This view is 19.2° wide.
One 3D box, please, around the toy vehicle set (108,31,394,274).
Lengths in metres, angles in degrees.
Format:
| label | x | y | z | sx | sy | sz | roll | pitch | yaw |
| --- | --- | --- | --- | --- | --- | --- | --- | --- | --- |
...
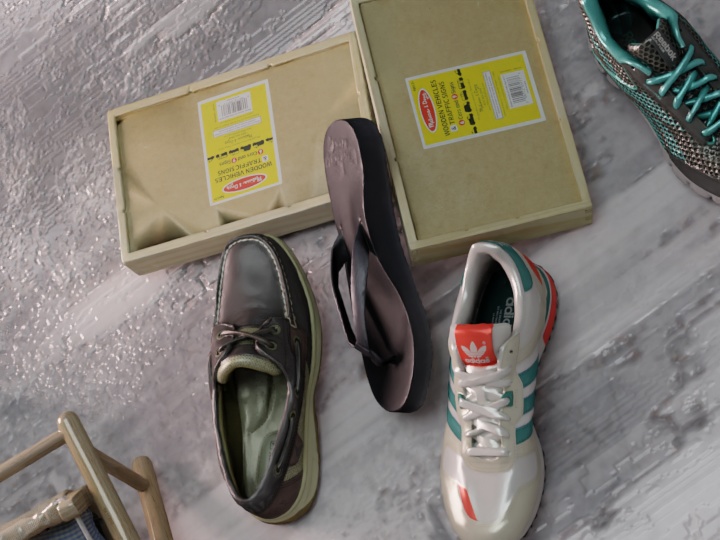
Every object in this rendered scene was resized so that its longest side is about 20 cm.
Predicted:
| label | x | y | z | sx | sy | sz | roll | pitch | yaw |
| --- | --- | --- | --- | --- | --- | --- | --- | --- | --- |
| toy vehicle set | -0.081 | -0.082 | 1.505 | 0.200 | 0.027 | 0.124 | -16 | 65 | 17 |

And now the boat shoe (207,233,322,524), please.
| label | x | y | z | sx | sy | sz | roll | pitch | yaw |
| --- | --- | --- | --- | --- | --- | --- | --- | --- | --- |
| boat shoe | -0.067 | 0.067 | 1.419 | 0.072 | 0.066 | 0.201 | -9 | 75 | 16 |

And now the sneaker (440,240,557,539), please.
| label | x | y | z | sx | sy | sz | roll | pitch | yaw |
| --- | --- | --- | --- | --- | --- | --- | --- | --- | --- |
| sneaker | 0.077 | 0.075 | 1.347 | 0.070 | 0.093 | 0.200 | 1 | 70 | 24 |

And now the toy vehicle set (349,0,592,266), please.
| label | x | y | z | sx | sy | sz | roll | pitch | yaw |
| --- | --- | --- | --- | --- | --- | --- | --- | --- | --- |
| toy vehicle set | 0.073 | -0.109 | 1.438 | 0.124 | 0.027 | 0.200 | -12 | 65 | 0 |

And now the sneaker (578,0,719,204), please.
| label | x | y | z | sx | sy | sz | roll | pitch | yaw |
| --- | --- | --- | --- | --- | --- | --- | --- | --- | --- |
| sneaker | 0.203 | -0.119 | 1.369 | 0.078 | 0.091 | 0.200 | -44 | 60 | 3 |

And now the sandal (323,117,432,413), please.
| label | x | y | z | sx | sy | sz | roll | pitch | yaw |
| --- | --- | --- | --- | --- | --- | --- | --- | --- | --- |
| sandal | 0.000 | 0.000 | 1.403 | 0.043 | 0.076 | 0.200 | -8 | 79 | -27 |

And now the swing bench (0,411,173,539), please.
| label | x | y | z | sx | sy | sz | roll | pitch | yaw |
| --- | --- | --- | --- | --- | --- | --- | --- | --- | --- |
| swing bench | -0.210 | 0.236 | 1.389 | 0.199 | 0.130 | 0.200 | -31 | 62 | 9 |
